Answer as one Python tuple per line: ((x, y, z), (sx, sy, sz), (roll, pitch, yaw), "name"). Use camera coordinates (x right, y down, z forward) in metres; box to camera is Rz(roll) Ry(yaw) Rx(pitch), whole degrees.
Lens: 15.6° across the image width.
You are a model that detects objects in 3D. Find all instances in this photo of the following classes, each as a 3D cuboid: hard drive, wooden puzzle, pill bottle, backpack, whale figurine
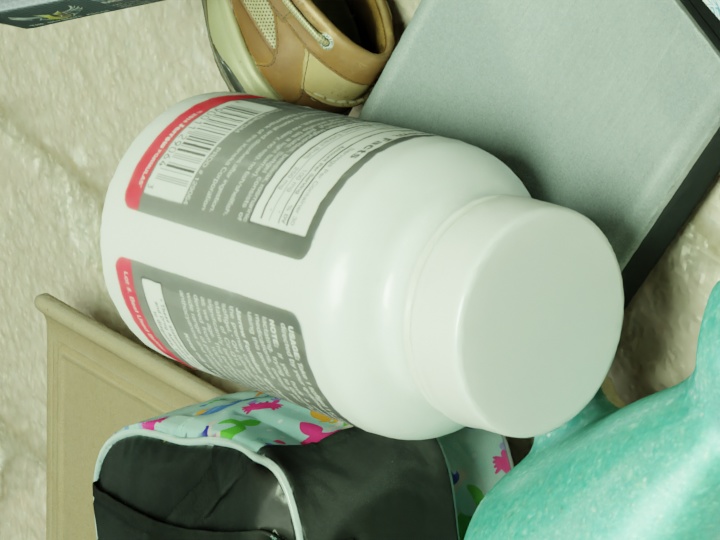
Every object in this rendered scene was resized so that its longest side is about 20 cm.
((0.068, -0.055, 0.992), (0.140, 0.033, 0.200), (56, 139, 25), "hard drive")
((-0.092, 0.125, 1.262), (0.185, 0.037, 0.201), (25, 125, 46), "wooden puzzle")
((0.000, 0.000, 0.978), (0.199, 0.110, 0.112), (17, 114, 49), "pill bottle")
((-0.023, 0.132, 1.071), (0.199, 0.150, 0.179), (-2, 102, 54), "backpack")
((0.103, 0.095, 0.934), (0.159, 0.103, 0.201), (53, 137, 28), "whale figurine")

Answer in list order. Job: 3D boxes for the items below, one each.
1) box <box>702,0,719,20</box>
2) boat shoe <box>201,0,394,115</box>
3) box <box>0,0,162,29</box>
((0.178, -0.104, 0.827), (0.200, 0.040, 0.137), (54, 139, 27), "box")
((-0.040, -0.156, 1.078), (0.074, 0.075, 0.201), (-31, 84, 46), "boat shoe")
((-0.068, -0.189, 1.024), (0.199, 0.051, 0.159), (-8, 85, 24), "box")
